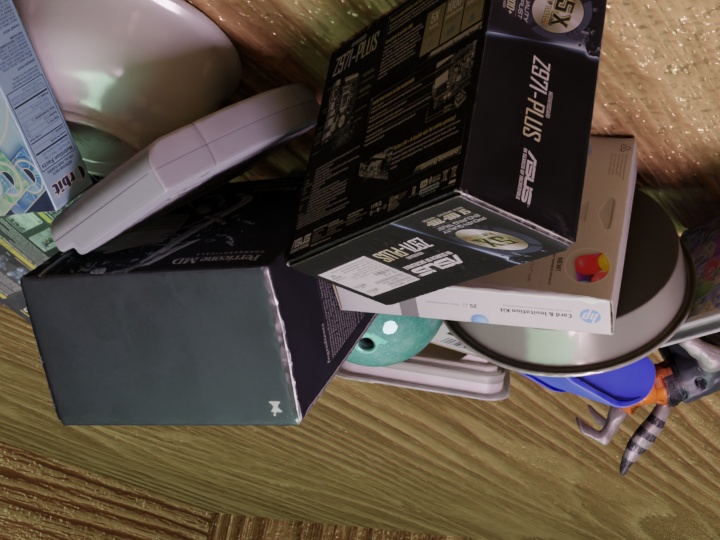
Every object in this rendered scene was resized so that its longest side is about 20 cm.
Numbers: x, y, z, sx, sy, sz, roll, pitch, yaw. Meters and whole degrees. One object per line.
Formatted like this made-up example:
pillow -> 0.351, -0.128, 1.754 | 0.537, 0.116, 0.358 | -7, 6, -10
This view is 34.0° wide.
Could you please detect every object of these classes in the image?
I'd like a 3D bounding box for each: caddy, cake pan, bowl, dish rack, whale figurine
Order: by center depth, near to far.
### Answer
bowl -> -0.192, -0.129, 0.853 | 0.198, 0.092, 0.201 | 10, 162, 3
cake pan -> 0.151, -0.007, 0.883 | 0.197, 0.202, 0.037 | 5, 134, 17
whale figurine -> 0.000, 0.000, 0.993 | 0.157, 0.105, 0.201 | -7, 133, 18
caddy -> 0.184, 0.031, 1.009 | 0.104, 0.143, 0.199 | 17, 171, 47
dish rack -> 0.069, 0.083, 1.295 | 0.197, 0.044, 0.172 | 9, -165, 5

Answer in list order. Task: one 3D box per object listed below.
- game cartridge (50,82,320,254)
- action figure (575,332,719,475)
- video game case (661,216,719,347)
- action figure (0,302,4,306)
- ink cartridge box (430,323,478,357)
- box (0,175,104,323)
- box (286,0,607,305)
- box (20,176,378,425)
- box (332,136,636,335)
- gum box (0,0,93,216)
game cartridge -> -0.113, -0.077, 0.831 | 0.132, 0.041, 0.200 | -24, -173, 35
action figure -> 0.319, 0.111, 1.180 | 0.192, 0.105, 0.200 | -36, 157, 15
video game case -> 0.279, -0.005, 0.881 | 0.018, 0.143, 0.200 | 46, 153, -8
action figure -> -0.288, -0.046, 1.139 | 0.198, 0.150, 0.134 | -26, 130, 20
ink cartridge box -> 0.152, 0.037, 1.158 | 0.197, 0.076, 0.165 | 17, 161, -14
box -> -0.262, -0.027, 1.010 | 0.160, 0.050, 0.200 | -24, 138, 19
box -> 0.049, -0.083, 0.735 | 0.085, 0.166, 0.199 | 21, 158, -27
box -> -0.109, 0.019, 0.886 | 0.197, 0.197, 0.126 | -3, 113, 20
box -> 0.094, -0.034, 0.858 | 0.197, 0.157, 0.041 | 3, 140, 18
gum box -> -0.288, -0.132, 0.796 | 0.168, 0.045, 0.202 | -3, 118, 35
